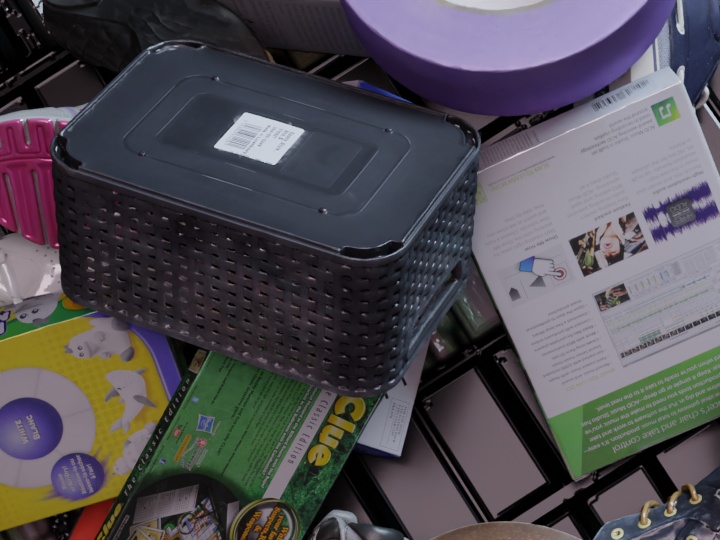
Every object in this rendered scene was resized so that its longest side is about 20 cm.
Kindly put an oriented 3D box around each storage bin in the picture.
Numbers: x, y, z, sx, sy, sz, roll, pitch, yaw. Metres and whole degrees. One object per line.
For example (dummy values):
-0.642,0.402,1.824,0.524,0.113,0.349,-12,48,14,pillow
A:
-0.049,-0.032,1.084,0.200,0.094,0.135,18,42,18,storage bin

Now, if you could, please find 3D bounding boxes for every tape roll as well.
0.078,-0.190,1.120,0.199,0.085,0.201,-1,78,7,tape roll

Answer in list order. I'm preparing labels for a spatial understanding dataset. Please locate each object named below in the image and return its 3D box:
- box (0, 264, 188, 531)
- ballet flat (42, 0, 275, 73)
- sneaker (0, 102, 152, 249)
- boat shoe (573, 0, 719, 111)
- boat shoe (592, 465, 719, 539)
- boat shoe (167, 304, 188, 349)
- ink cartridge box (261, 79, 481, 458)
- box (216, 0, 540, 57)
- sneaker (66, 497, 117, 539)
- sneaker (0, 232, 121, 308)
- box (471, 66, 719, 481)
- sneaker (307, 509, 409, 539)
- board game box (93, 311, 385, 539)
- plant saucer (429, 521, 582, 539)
-0.193,0.081,1.143,0.199,0.048,0.118,-16,115,3,box
-0.113,-0.132,1.219,0.200,0.057,0.066,31,74,37,ballet flat
-0.138,-0.065,1.228,0.199,0.088,0.082,1,113,-7,sneaker
0.172,-0.085,1.208,0.075,0.093,0.201,17,113,47,boat shoe
0.183,0.146,1.162,0.091,0.071,0.201,25,83,11,boat shoe
-0.190,0.077,1.204,0.200,0.068,0.072,-37,34,-1,boat shoe
0.000,0.000,1.200,0.094,0.044,0.201,21,79,-32,ink cartridge box
0.025,-0.211,1.230,0.199,0.106,0.153,7,79,8,box
-0.125,0.197,1.187,0.108,0.067,0.202,21,79,12,sneaker
-0.242,0.016,1.202,0.199,0.130,0.080,-15,79,3,sneaker
0.146,0.004,1.158,0.144,0.036,0.200,-23,109,5,box
-0.009,0.196,1.102,0.075,0.200,0.116,18,113,-21,sneaker
-0.078,0.129,1.135,0.105,0.023,0.200,27,97,-20,board game box
0.081,0.241,1.141,0.200,0.037,0.201,1,92,19,plant saucer
